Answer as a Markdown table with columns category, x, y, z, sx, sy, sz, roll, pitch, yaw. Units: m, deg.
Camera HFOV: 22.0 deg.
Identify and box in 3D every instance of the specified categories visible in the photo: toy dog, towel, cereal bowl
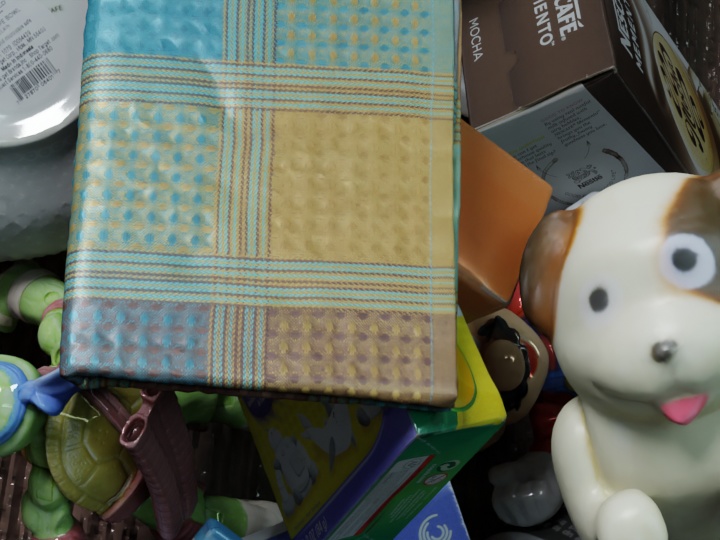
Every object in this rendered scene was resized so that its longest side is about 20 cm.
| category | x | y | z | sx | sy | sz | roll | pitch | yaw |
| --- | --- | --- | --- | --- | --- | --- | --- | --- | --- |
| toy dog | 0.146 | 0.046 | 0.772 | 0.201 | 0.138 | 0.195 | 60 | 34 | -43 |
| towel | -0.033 | -0.046 | 0.689 | 0.145 | 0.022 | 0.202 | 5 | 63 | -7 |
| cereal bowl | -0.148 | -0.101 | 0.760 | 0.198 | 0.083 | 0.203 | -1 | 96 | -12 |

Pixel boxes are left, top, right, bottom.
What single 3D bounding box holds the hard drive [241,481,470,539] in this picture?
| category | x | y | z | sx | sy | sz | roll | pitch | yaw |
| --- | --- | --- | --- | --- | --- | --- | --- | --- | --- |
| hard drive | -0.036 | 0.178 | 0.785 | 0.198 | 0.025 | 0.133 | -21 | 103 | -6 |

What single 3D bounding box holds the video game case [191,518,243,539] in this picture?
| category | x | y | z | sx | sy | sz | roll | pitch | yaw |
| --- | --- | --- | --- | --- | --- | --- | --- | --- | --- |
| video game case | -0.067 | 0.222 | 0.764 | 0.143 | 0.018 | 0.201 | 38 | 91 | -13 |

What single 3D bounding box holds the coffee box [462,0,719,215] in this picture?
| category | x | y | z | sx | sy | sz | roll | pitch | yaw |
| --- | --- | --- | --- | --- | --- | --- | --- | --- | --- |
| coffee box | 0.130 | -0.072 | 0.956 | 0.200 | 0.079 | 0.114 | 44 | 32 | -45 |

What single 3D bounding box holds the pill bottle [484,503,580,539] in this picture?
| category | x | y | z | sx | sy | sz | roll | pitch | yaw |
| --- | --- | --- | --- | --- | --- | --- | --- | --- | --- |
| pill bottle | 0.120 | 0.158 | 0.911 | 0.199 | 0.114 | 0.115 | -31 | 90 | -35 |

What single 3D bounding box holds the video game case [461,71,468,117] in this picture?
| category | x | y | z | sx | sy | sz | roll | pitch | yaw |
| --- | --- | --- | --- | --- | --- | --- | --- | --- | --- |
| video game case | 0.002 | -0.184 | 0.995 | 0.198 | 0.023 | 0.183 | 22 | 50 | -23 |

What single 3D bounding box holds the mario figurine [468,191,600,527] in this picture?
| category | x | y | z | sx | sy | sz | roll | pitch | yaw |
| --- | --- | --- | --- | --- | --- | --- | --- | --- | --- |
| mario figurine | 0.100 | 0.042 | 0.888 | 0.198 | 0.107 | 0.124 | -12 | 48 | -17 |

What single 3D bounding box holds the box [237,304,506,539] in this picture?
| category | x | y | z | sx | sy | sz | roll | pitch | yaw |
| --- | --- | --- | --- | --- | --- | --- | --- | --- | --- |
| box | -0.020 | 0.001 | 0.746 | 0.048 | 0.118 | 0.202 | -6 | 61 | -31 |

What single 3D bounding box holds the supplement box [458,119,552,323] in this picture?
| category | x | y | z | sx | sy | sz | roll | pitch | yaw |
| --- | --- | --- | --- | --- | --- | --- | --- | --- | --- |
| supplement box | 0.000 | 0.000 | 0.840 | 0.066 | 0.200 | 0.069 | 33 | 59 | -18 |

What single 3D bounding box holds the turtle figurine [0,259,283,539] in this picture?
| category | x | y | z | sx | sy | sz | roll | pitch | yaw |
| --- | --- | --- | --- | --- | --- | --- | --- | --- | --- |
| turtle figurine | -0.128 | 0.077 | 0.812 | 0.193 | 0.200 | 0.145 | 18 | 39 | -47 |
